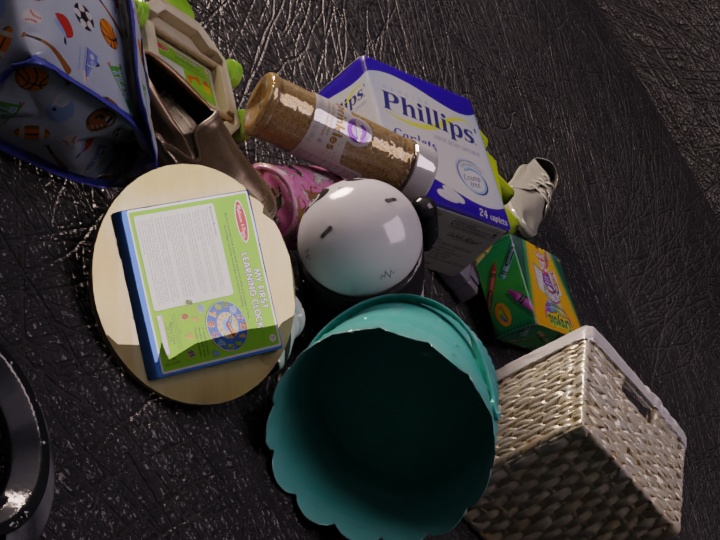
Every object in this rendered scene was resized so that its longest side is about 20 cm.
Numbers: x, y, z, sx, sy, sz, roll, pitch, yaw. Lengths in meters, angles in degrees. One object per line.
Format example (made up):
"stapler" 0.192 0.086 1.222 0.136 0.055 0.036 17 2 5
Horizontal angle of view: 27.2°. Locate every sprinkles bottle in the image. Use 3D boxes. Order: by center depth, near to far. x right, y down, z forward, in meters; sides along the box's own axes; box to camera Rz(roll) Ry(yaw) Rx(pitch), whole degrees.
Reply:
"sprinkles bottle" -0.019 -0.130 1.508 0.199 0.068 0.069 23 39 -23

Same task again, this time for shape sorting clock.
"shape sorting clock" -0.138 0.011 1.240 0.198 0.039 0.202 7 77 -33

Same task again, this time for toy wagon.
"toy wagon" -0.178 -0.215 1.497 0.155 0.039 0.202 29 38 -48

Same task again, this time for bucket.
"bucket" 0.028 0.126 1.317 0.208 0.206 0.135 56 18 -5

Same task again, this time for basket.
"basket" 0.219 0.204 1.579 0.198 0.199 0.161 47 29 -23

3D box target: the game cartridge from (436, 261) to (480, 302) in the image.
"game cartridge" 0.108 -0.061 1.867 0.130 0.038 0.201 47 27 -16

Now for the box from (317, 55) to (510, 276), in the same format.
"box" 0.054 -0.118 1.704 0.183 0.105 0.202 17 46 -40

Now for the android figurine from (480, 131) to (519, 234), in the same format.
"android figurine" 0.136 -0.132 1.918 0.200 0.041 0.183 44 29 -34

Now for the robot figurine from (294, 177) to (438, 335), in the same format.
"robot figurine" 0.000 -0.002 1.432 0.201 0.123 0.151 86 19 -58

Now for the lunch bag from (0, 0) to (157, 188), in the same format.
"lunch bag" -0.243 -0.175 1.233 0.200 0.123 0.171 33 38 -52

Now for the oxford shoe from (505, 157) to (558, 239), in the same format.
"oxford shoe" 0.250 -0.111 2.161 0.075 0.057 0.200 54 27 -15

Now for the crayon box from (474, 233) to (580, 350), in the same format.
"crayon box" 0.214 0.033 1.888 0.200 0.058 0.120 19 53 -64

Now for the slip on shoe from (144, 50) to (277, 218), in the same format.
"slip on shoe" -0.148 -0.121 1.375 0.200 0.061 0.076 47 44 -4

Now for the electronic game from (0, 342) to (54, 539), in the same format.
"electronic game" -0.273 0.101 0.958 0.200 0.041 0.201 43 30 -33

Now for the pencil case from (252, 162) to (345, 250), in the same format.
"pencil case" -0.052 -0.060 1.510 0.086 0.083 0.199 37 16 24

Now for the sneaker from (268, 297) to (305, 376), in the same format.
"sneaker" -0.123 0.015 1.301 0.200 0.073 0.080 43 35 -25
